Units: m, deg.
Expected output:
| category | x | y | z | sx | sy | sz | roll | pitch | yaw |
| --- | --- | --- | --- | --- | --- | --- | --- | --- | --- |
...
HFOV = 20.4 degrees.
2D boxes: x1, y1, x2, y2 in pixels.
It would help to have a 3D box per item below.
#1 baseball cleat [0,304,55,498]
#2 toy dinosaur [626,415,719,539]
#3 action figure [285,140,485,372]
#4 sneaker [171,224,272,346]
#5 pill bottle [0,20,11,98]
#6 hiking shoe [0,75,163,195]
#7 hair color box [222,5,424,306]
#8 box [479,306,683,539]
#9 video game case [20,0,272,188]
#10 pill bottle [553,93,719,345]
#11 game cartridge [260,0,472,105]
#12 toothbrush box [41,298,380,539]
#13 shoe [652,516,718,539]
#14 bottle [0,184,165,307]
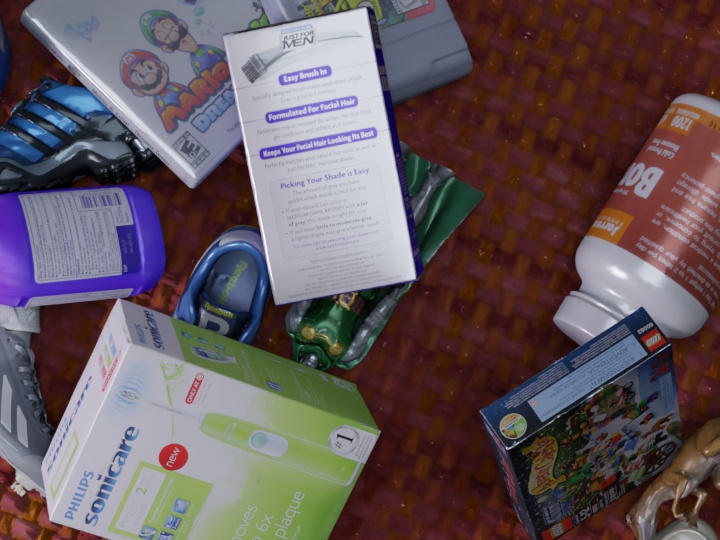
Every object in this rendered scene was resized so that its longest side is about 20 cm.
| category | x | y | z | sx | sy | sz | roll | pitch | yaw |
| --- | --- | --- | --- | --- | --- | --- | --- | --- | --- |
| baseball cleat | -0.258 | 0.082 | 1.487 | 0.106 | 0.070 | 0.200 | -44 | 90 | -5 |
| toy dinosaur | 0.269 | 0.127 | 1.486 | 0.200 | 0.106 | 0.060 | -46 | 117 | 5 |
| action figure | 0.000 | 0.000 | 1.520 | 0.118 | 0.055 | 0.201 | 28 | 88 | -4 |
| sneaker | -0.117 | 0.057 | 1.492 | 0.074 | 0.082 | 0.201 | 20 | 86 | -4 |
| pill bottle | -0.316 | -0.169 | 1.439 | 0.111 | 0.200 | 0.113 | 0 | 85 | -3 |
| hiking shoe | -0.244 | -0.099 | 1.509 | 0.199 | 0.074 | 0.087 | -14 | 79 | -14 |
| hair color box | -0.026 | -0.084 | 1.456 | 0.109 | 0.065 | 0.201 | -10 | 96 | 8 |
| box | 0.165 | 0.119 | 1.447 | 0.136 | 0.200 | 0.038 | -33 | 61 | -6 |
| video game case | -0.125 | -0.190 | 1.514 | 0.182 | 0.024 | 0.200 | 44 | 67 | 0 |
| pill bottle | 0.233 | -0.023 | 1.504 | 0.112 | 0.112 | 0.201 | 34 | 84 | 0 |
| game cartridge | -0.011 | -0.219 | 1.524 | 0.133 | 0.041 | 0.201 | -24 | 85 | -19 |
| toothbrush box | -0.109 | 0.129 | 1.435 | 0.199 | 0.086 | 0.146 | 22 | 105 | -20 |
| shoe | 0.220 | 0.279 | 1.507 | 0.070 | 0.053 | 0.201 | 27 | 84 | -1 |
| bottle | -0.246 | -0.015 | 1.466 | 0.199 | 0.065 | 0.084 | -6 | 71 | -26 |
